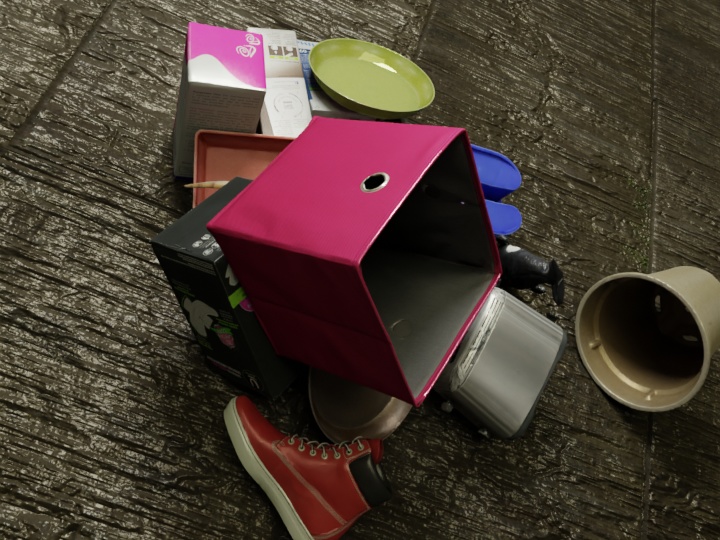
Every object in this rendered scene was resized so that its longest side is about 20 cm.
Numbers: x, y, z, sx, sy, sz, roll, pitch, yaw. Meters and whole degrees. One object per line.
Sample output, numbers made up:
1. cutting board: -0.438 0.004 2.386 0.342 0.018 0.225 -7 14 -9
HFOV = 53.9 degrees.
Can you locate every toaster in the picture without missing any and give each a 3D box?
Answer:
1. toaster: 0.180 0.111 0.936 0.128 0.113 0.202 33 79 -14

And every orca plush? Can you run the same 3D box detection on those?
1. orca plush: 0.221 0.017 1.011 0.071 0.200 0.106 -40 116 -4

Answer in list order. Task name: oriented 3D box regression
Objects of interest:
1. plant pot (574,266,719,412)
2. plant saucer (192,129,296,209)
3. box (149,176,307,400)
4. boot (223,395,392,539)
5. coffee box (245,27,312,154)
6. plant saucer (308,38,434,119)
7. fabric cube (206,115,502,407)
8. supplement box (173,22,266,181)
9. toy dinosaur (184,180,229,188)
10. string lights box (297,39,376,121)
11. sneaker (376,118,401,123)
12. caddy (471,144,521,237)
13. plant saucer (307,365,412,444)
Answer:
1. plant pot: 0.454 0.081 1.054 0.181 0.201 0.202 -17 68 -39
2. plant saucer: -0.130 -0.079 0.961 0.196 0.037 0.205 1 93 -19
3. box: -0.125 0.018 0.841 0.123 0.203 0.148 16 45 38
4. boot: -0.056 0.202 0.816 0.144 0.072 0.201 -39 84 8
5. coffee box: -0.129 -0.241 1.049 0.078 0.115 0.203 -2 62 -20
6. plant saucer: 0.014 -0.283 1.061 0.196 0.031 0.202 13 41 -11
7. fabric cube: 0.003 -0.020 0.731 0.197 0.202 0.197 14 52 37
8. supplement box: -0.196 -0.218 0.961 0.101 0.201 0.103 2 61 -18
9. toy dinosaur: -0.116 -0.079 0.916 0.200 0.060 0.107 44 81 -16
10. string lights box: -0.050 -0.280 1.100 0.101 0.060 0.202 1 45 -19
11. sneaker: 0.072 -0.154 1.016 0.072 0.082 0.203 43 35 -49
12. caddy: 0.155 -0.111 1.087 0.197 0.104 0.144 11 73 -28
13. plant saucer: 0.005 0.120 0.892 0.198 0.032 0.205 -9 104 -41
